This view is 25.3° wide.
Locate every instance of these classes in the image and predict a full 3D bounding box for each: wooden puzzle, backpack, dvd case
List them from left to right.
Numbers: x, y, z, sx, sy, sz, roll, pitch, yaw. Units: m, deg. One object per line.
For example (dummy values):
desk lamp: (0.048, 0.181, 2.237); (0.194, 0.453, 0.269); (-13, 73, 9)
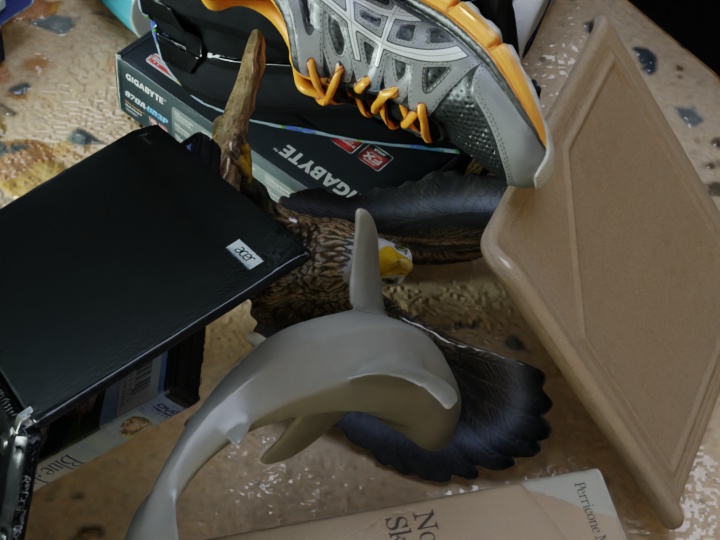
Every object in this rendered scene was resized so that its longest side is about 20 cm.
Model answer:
dvd case: (-0.141, 0.035, 0.746); (0.018, 0.199, 0.143); (33, 42, -34)
backpack: (-0.018, -0.146, 0.857); (0.198, 0.164, 0.154); (-5, 44, 11)
wooden puzzle: (0.131, -0.001, 0.802); (0.037, 0.185, 0.201); (-15, 33, 37)

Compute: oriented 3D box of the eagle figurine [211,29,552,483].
eagle figurine: (0.003, 0.003, 0.791); (0.199, 0.152, 0.151); (24, 22, -28)

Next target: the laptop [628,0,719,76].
laptop: (0.261, -0.210, 0.966); (0.198, 0.178, 0.104); (2, 50, -2)

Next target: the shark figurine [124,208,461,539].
shark figurine: (-0.010, 0.058, 0.654); (0.089, 0.129, 0.214); (19, 28, 36)

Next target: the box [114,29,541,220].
box: (-0.019, -0.102, 0.942); (0.200, 0.046, 0.159); (36, 57, 23)

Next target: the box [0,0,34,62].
box: (-0.301, -0.129, 0.954); (0.121, 0.033, 0.200); (32, 55, 21)

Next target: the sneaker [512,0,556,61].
sneaker: (0.074, -0.203, 0.984); (0.111, 0.073, 0.200); (24, 33, 4)

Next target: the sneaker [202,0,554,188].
sneaker: (0.008, -0.100, 0.732); (0.077, 0.078, 0.200); (-44, 74, -8)

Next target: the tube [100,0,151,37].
tube: (-0.175, -0.219, 1.033); (0.077, 0.051, 0.200); (-24, 51, -27)

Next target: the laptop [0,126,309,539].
laptop: (-0.121, 0.054, 0.670); (0.103, 0.201, 0.177); (3, 19, -29)

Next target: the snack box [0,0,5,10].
snack box: (-0.276, -0.238, 0.897); (0.142, 0.201, 0.053); (26, 51, 16)

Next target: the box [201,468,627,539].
box: (0.021, 0.160, 0.706); (0.199, 0.078, 0.095); (-10, 50, -12)
